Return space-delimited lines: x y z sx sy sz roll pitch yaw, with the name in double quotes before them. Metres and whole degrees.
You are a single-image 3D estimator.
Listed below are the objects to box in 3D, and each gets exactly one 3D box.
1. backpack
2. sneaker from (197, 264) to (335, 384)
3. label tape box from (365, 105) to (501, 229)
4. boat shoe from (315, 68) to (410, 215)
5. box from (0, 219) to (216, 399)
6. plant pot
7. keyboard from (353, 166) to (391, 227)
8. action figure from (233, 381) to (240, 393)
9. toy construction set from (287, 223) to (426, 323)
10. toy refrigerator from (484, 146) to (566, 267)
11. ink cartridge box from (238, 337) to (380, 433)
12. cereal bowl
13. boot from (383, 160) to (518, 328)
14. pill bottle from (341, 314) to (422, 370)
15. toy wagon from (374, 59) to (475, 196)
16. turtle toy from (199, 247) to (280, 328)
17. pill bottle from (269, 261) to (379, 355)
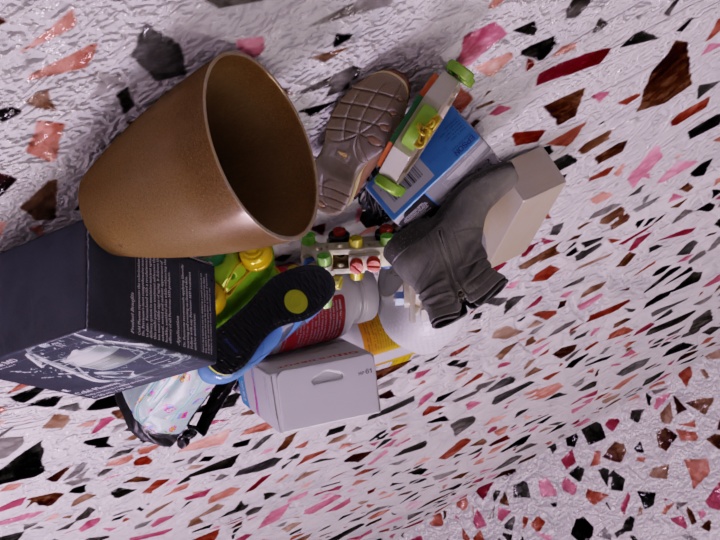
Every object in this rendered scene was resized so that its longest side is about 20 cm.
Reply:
"backpack" -0.240 0.114 1.600 0.126 0.168 0.200 4 138 -42
"sneaker" -0.116 0.064 1.474 0.200 0.066 0.078 -39 175 -25
"label tape box" 0.104 -0.107 1.532 0.143 0.066 0.200 -44 156 7
"boat shoe" 0.001 -0.151 1.383 0.068 0.072 0.201 -50 175 -49
"box" -0.291 0.049 1.339 0.198 0.126 0.196 -18 155 32
"plant pot" -0.172 -0.090 1.210 0.198 0.189 0.186 -18 163 26
"keyboard" 0.044 -0.101 1.564 0.103 0.040 0.201 -18 156 -20
"action figure" -0.178 0.128 1.774 0.198 0.069 0.132 -3 119 -42
"toy construction set" 0.000 0.000 1.573 0.197 0.132 0.093 11 116 -8
"toy refrigerator" 0.213 -0.087 1.741 0.075 0.070 0.201 -24 160 -21
"ink cartridge box" -0.074 0.146 1.661 0.143 0.086 0.200 -10 -172 -18
"cereal bowl" 0.081 0.008 1.676 0.083 0.202 0.200 21 137 -23
"boot" 0.136 -0.027 1.474 0.199 0.131 0.068 -38 159 -4
"pill bottle" 0.010 0.097 1.878 0.198 0.112 0.111 -15 157 -22
"toy wagon" 0.066 -0.155 1.335 0.156 0.039 0.200 -58 177 6
"turtle toy" -0.182 0.017 1.475 0.200 0.101 0.146 -43 164 -11
"pill bottle" -0.079 0.045 1.662 0.198 0.113 0.113 -12 155 -29
